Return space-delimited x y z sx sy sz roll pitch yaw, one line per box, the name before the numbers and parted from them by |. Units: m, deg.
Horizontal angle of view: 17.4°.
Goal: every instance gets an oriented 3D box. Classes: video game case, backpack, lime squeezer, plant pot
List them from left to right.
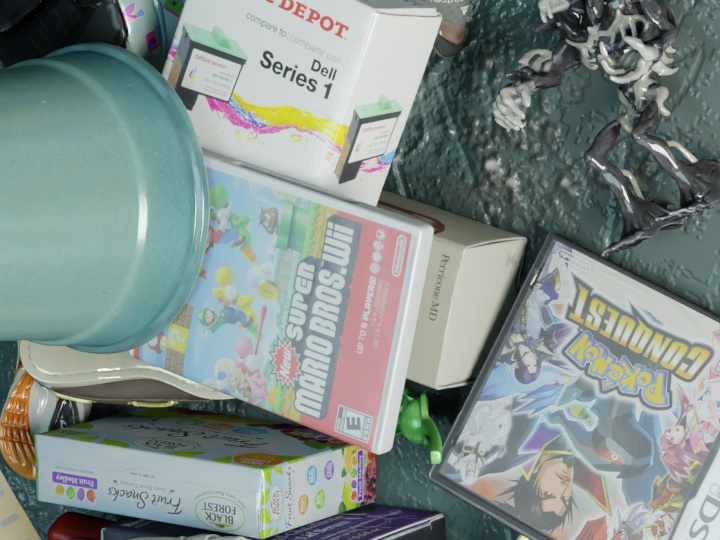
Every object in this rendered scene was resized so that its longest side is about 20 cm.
plant pot | -0.229 -0.039 1.447 0.199 0.195 0.202 4 97 36
backpack | -0.175 -0.174 1.632 0.167 0.126 0.200 55 149 7
video game case | -0.053 0.015 1.459 0.199 0.017 0.144 19 106 31
lime squeezer | 0.020 0.097 1.586 0.199 0.070 0.038 14 94 55
video game case | 0.163 0.098 1.495 0.199 0.025 0.182 28 93 27

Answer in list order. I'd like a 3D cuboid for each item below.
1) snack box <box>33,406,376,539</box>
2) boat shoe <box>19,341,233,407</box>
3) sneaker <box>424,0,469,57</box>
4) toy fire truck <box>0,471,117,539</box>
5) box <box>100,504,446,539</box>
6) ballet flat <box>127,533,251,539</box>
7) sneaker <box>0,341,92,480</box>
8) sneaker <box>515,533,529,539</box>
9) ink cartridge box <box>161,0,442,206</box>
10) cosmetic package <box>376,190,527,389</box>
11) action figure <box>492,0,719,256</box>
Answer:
snack box | -0.108 0.138 1.644 0.199 0.142 0.053 5 100 33
boat shoe | -0.139 0.063 1.675 0.198 0.060 0.072 -1 72 0
sneaker | -0.016 -0.176 1.581 0.199 0.077 0.083 9 109 33
toy fire truck | -0.221 0.216 1.682 0.128 0.176 0.202 12 118 12
box | -0.059 0.221 1.620 0.199 0.148 0.105 3 99 33
ballet flat | -0.064 0.210 1.503 0.199 0.069 0.070 32 113 22
sneaker | -0.224 0.056 1.754 0.075 0.092 0.202 14 83 -1
sneaker | 0.120 0.257 1.554 0.081 0.074 0.202 25 111 25
ink cartridge box | -0.053 -0.100 1.510 0.144 0.084 0.201 28 108 28
cosmetic package | 0.000 0.000 1.585 0.199 0.087 0.104 18 104 30
action figure | 0.151 -0.118 1.461 0.119 0.102 0.201 -28 82 45
